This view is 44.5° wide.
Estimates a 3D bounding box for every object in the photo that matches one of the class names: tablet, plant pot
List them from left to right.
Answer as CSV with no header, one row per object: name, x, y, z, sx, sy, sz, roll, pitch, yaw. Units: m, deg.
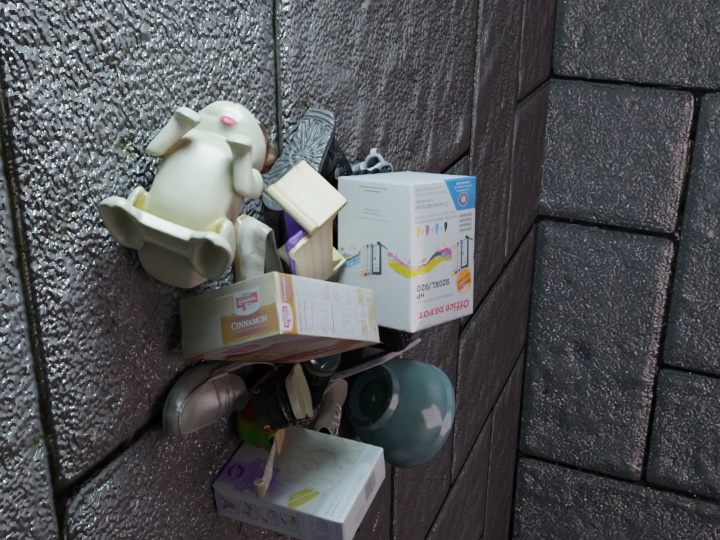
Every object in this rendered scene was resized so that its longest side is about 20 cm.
tablet,0.024,0.159,1.559,0.200,0.129,0.014,-12,80,-68
plant pot,0.057,0.248,1.618,0.134,0.199,0.203,29,70,-41

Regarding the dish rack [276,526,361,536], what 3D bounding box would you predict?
dish rack,-0.076,0.370,1.353,0.055,0.151,0.202,-82,168,-45

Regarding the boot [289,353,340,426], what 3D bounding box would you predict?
boot,-0.078,0.118,1.344,0.205,0.072,0.155,-94,-162,-47

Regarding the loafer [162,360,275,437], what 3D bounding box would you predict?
loafer,-0.174,0.148,1.095,0.200,0.069,0.071,-42,137,-59

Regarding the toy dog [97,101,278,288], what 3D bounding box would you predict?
toy dog,-0.160,-0.090,0.943,0.195,0.138,0.202,89,20,-61

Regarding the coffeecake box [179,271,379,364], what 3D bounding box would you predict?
coffeecake box,-0.095,0.063,1.072,0.199,0.152,0.074,12,67,-55

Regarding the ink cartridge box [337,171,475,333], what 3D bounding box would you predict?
ink cartridge box,0.065,-0.032,1.248,0.146,0.144,0.203,-11,106,-44

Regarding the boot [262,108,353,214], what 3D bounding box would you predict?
boot,-0.069,-0.116,1.284,0.166,0.065,0.200,-60,165,-15

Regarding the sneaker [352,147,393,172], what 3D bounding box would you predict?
sneaker,0.012,-0.107,1.475,0.116,0.074,0.202,72,29,-50

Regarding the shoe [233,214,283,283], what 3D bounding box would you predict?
shoe,-0.131,0.022,1.175,0.070,0.053,0.202,-55,147,-49

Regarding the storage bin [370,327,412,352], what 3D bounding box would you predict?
storage bin,0.038,0.023,1.505,0.094,0.133,0.202,71,35,-52

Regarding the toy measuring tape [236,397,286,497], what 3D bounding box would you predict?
toy measuring tape,-0.142,0.228,1.189,0.201,0.072,0.074,-78,167,-60

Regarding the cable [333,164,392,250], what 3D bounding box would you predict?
cable,-0.013,-0.064,1.340,0.163,0.050,0.201,-40,157,-49

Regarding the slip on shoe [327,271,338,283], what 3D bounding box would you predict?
slip on shoe,0.000,0.000,1.337,0.199,0.060,0.076,-30,154,-45

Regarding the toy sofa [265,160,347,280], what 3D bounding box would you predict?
toy sofa,-0.078,-0.044,1.145,0.097,0.083,0.200,-42,164,-16

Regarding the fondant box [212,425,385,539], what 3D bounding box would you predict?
fondant box,-0.083,0.291,1.216,0.145,0.197,0.059,-53,145,-50

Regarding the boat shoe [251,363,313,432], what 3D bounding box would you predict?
boat shoe,-0.099,0.167,1.155,0.201,0.062,0.075,38,34,-85

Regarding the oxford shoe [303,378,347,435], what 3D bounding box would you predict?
oxford shoe,-0.057,0.251,1.469,0.200,0.057,0.076,-49,141,-57
